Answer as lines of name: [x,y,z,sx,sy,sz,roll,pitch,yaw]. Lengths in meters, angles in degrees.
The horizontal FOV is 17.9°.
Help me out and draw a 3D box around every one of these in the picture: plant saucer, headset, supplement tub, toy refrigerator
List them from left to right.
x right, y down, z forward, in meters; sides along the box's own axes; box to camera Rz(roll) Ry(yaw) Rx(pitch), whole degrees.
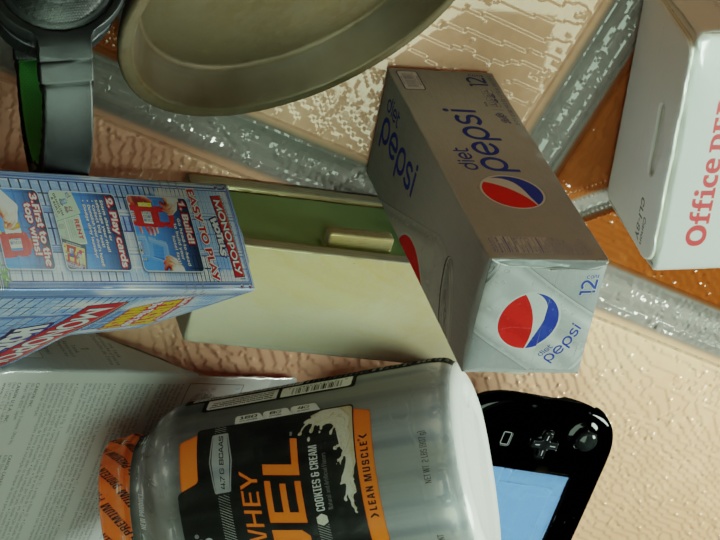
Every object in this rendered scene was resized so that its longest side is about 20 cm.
headset: [-0.137,-0.141,1.098,0.094,0.123,0.201,-6,102,-14]
plant saucer: [-0.030,-0.145,1.124,0.200,0.030,0.200,-22,156,-10]
supplement tub: [-0.032,0.121,1.230,0.200,0.123,0.123,-11,125,10]
toy refrigerator: [0.000,0.000,1.246,0.200,0.076,0.070,7,119,-19]

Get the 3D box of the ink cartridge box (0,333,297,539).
ink cartridge box: [-0.153,0.110,1.299,0.200,0.050,0.161,2,123,-39]

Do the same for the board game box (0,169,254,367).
board game box: [-0.165,0.006,1.130,0.200,0.062,0.200,-5,165,-42]

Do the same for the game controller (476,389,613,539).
game controller: [0.073,0.159,1.347,0.104,0.042,0.200,6,116,-32]

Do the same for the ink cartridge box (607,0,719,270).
ink cartridge box: [0.249,-0.084,1.259,0.199,0.083,0.145,-2,121,-15]

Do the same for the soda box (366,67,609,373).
soda box: [0.060,-0.029,1.169,0.063,0.200,0.068,2,122,-17]
